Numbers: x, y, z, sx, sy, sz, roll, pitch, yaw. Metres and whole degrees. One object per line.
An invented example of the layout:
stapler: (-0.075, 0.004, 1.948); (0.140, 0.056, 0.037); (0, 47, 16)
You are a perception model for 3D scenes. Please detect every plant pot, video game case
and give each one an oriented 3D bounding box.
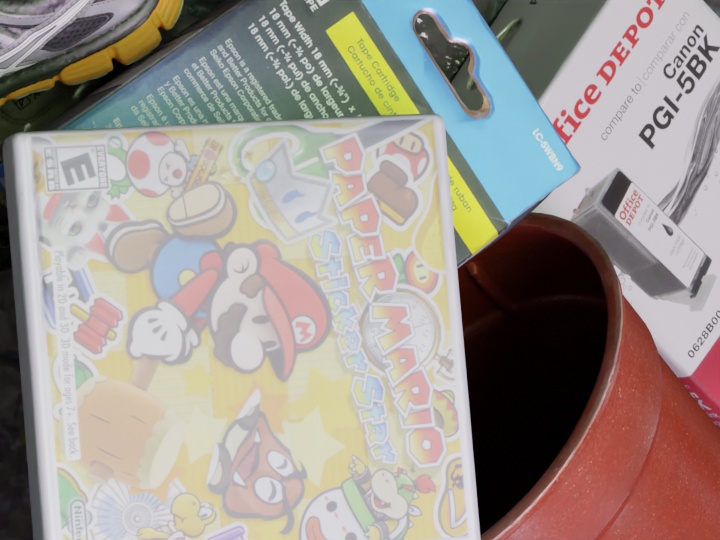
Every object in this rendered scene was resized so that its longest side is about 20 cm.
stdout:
plant pot: (0.090, 0.110, 1.313); (0.195, 0.201, 0.201); (42, 72, -34)
video game case: (-0.044, 0.041, 1.145); (0.182, 0.023, 0.200); (-4, 87, -21)

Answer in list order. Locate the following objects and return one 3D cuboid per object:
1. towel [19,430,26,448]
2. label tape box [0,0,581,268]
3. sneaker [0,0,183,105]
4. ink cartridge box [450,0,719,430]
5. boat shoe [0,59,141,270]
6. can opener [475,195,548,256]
towel: (-0.069, 0.006, 1.266); (0.018, 0.086, 0.200); (46, 69, -45)
label tape box: (-0.030, -0.041, 1.204); (0.200, 0.063, 0.144); (-37, 99, -20)
sneaker: (-0.171, -0.096, 1.174); (0.200, 0.078, 0.077); (-32, 148, -8)
ink cartridge box: (0.139, -0.040, 1.386); (0.200, 0.083, 0.147); (42, 73, -26)
boat shoe: (-0.166, -0.035, 1.216); (0.073, 0.065, 0.200); (41, 73, -26)
can opener: (0.000, 0.000, 1.278); (0.200, 0.079, 0.063); (-42, 104, 4)
